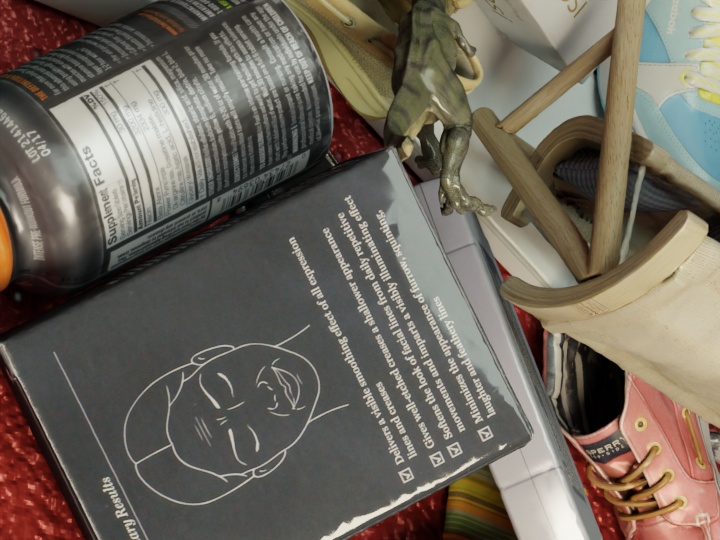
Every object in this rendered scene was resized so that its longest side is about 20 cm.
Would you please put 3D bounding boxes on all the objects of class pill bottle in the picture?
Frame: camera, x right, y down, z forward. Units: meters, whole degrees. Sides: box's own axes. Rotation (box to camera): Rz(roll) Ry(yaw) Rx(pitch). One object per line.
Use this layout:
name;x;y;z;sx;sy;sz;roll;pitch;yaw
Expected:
pill bottle;-0.119;-0.056;1.393;0.200;0.106;0.107;-28;94;-28

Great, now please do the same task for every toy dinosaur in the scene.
toy dinosaur;0.035;-0.075;1.440;0.200;0.047;0.088;-78;155;-56

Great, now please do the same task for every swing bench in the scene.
swing bench;0.175;-0.004;1.531;0.199;0.130;0.200;32;32;-30

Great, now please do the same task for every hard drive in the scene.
hard drive;0.075;-0.085;1.632;0.200;0.026;0.132;46;51;-19

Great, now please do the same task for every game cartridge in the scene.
game cartridge;0.071;0.056;1.507;0.133;0.041;0.201;33;35;-73

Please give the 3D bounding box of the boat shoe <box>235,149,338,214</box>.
boat shoe;-0.002;0.001;1.510;0.074;0.066;0.200;-19;88;-42

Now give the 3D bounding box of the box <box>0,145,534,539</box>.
box;-0.047;0.054;1.369;0.199;0.107;0.149;-26;94;-9

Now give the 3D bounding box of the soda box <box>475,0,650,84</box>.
soda box;0.076;-0.179;1.534;0.064;0.068;0.200;-51;144;-5

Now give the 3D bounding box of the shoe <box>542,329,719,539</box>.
shoe;0.147;0.110;1.582;0.091;0.071;0.201;18;55;-48

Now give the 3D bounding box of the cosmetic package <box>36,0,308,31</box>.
cosmetic package;-0.093;-0.211;1.516;0.150;0.052;0.201;22;62;-38

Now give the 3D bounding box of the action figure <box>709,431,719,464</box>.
action figure;0.284;0.086;1.700;0.193;0.104;0.201;2;98;-44

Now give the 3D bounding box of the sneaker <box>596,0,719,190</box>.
sneaker;0.197;-0.138;1.662;0.079;0.130;0.201;15;55;-46

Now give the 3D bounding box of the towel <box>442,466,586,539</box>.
towel;0.068;0.190;1.539;0.086;0.018;0.201;24;61;-28

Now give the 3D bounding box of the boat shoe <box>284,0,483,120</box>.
boat shoe;-0.010;-0.153;1.486;0.201;0.063;0.073;54;40;-37
